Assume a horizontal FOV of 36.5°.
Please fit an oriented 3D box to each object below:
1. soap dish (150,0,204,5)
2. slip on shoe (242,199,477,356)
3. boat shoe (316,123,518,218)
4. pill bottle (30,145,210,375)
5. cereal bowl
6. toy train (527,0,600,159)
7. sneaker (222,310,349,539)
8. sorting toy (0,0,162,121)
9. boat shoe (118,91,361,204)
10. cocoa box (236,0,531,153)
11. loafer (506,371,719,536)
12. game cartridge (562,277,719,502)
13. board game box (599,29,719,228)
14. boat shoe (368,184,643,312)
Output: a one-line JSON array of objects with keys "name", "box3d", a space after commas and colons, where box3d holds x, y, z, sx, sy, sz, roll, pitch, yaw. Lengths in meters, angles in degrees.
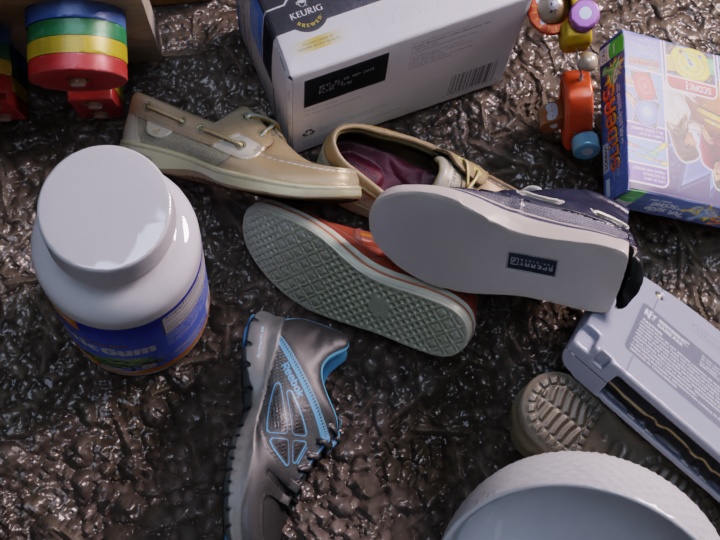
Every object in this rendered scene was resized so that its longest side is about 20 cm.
[{"name": "soap dish", "box3d": [-0.117, -0.320, 0.866, 0.080, 0.200, 0.160, 14, 69, -19]}, {"name": "slip on shoe", "box3d": [0.000, 0.000, 0.836, 0.198, 0.075, 0.061, 24, 36, 9]}, {"name": "boat shoe", "box3d": [0.059, -0.059, 0.853, 0.197, 0.067, 0.075, 17, 71, 0]}, {"name": "pill bottle", "box3d": [-0.162, -0.005, 0.745, 0.110, 0.200, 0.114, 1, 71, -4]}, {"name": "cereal bowl", "box3d": [0.151, 0.203, 0.730, 0.198, 0.202, 0.083, 28, 30, 5]}, {"name": "toy train", "box3d": [0.155, -0.198, 0.879, 0.055, 0.151, 0.203, -5, 64, 6]}, {"name": "sneaker", "box3d": [-0.053, 0.128, 0.777, 0.081, 0.073, 0.203, 7, 72, -3]}, {"name": "sorting toy", "box3d": [-0.251, -0.158, 0.797, 0.197, 0.199, 0.071, -2, 87, -6]}, {"name": "boat shoe", "box3d": [-0.091, -0.093, 0.830, 0.197, 0.072, 0.066, 13, 92, 16]}, {"name": "cocoa box", "box3d": [0.011, -0.205, 0.862, 0.197, 0.134, 0.133, -20, 73, -10]}, {"name": "loafer", "box3d": [0.183, 0.151, 0.797, 0.200, 0.068, 0.076, 47, 73, -6]}, {"name": "game cartridge", "box3d": [0.245, 0.088, 0.802, 0.199, 0.041, 0.133, 41, 42, 3]}, {"name": "board game box", "box3d": [0.285, -0.104, 0.875, 0.197, 0.034, 0.138, 10, 70, -20]}, {"name": "boat shoe", "box3d": [0.108, -0.029, 0.805, 0.197, 0.076, 0.093, 17, 30, 6]}]
